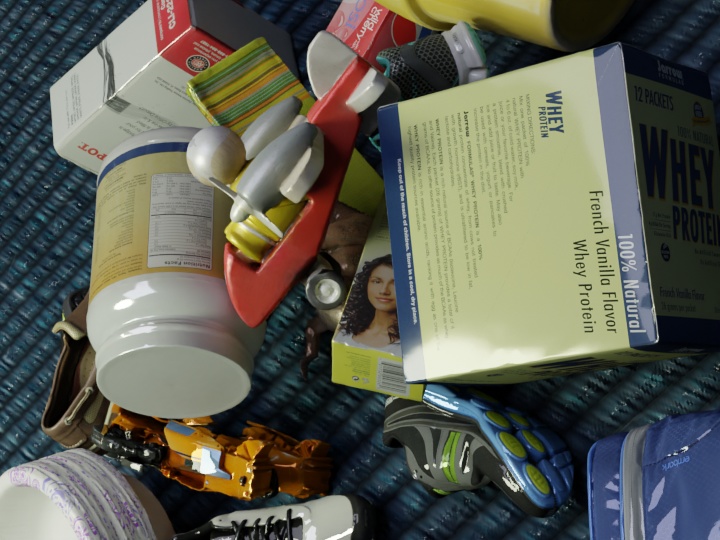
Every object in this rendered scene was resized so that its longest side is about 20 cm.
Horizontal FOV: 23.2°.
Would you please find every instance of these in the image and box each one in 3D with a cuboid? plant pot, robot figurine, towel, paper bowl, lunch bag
[{"bbox_3d":[0.119,-0.268,1.371,0.188,0.200,0.202,33,95,32],"label":"plant pot"},{"bbox_3d":[-0.126,0.145,1.449,0.199,0.145,0.059,14,94,38],"label":"robot figurine"},{"bbox_3d":[-0.060,-0.110,1.502,0.086,0.018,0.200,-36,72,-13],"label":"towel"},{"bbox_3d":[-0.227,0.251,1.487,0.200,0.104,0.202,18,114,45],"label":"paper bowl"},{"bbox_3d":[0.216,0.191,1.069,0.132,0.135,0.202,-21,58,38],"label":"lunch bag"}]

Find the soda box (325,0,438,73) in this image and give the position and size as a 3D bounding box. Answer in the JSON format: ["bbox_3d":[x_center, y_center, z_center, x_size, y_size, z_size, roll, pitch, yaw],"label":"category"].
[{"bbox_3d":[0.041,-0.249,1.525,0.070,0.063,0.201,34,96,48],"label":"soda box"}]

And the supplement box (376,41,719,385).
[{"bbox_3d":[0.137,-0.031,1.212,0.199,0.134,0.202,-12,80,36],"label":"supplement box"}]

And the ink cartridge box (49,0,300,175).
[{"bbox_3d":[-0.176,-0.167,1.647,0.200,0.144,0.084,-36,47,27],"label":"ink cartridge box"}]

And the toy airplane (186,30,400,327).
[{"bbox_3d":[-0.056,-0.083,1.291,0.200,0.140,0.200,117,167,-55],"label":"toy airplane"}]

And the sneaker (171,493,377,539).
[{"bbox_3d":[-0.072,0.223,1.396,0.199,0.080,0.074,-25,52,34],"label":"sneaker"}]

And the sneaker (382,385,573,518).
[{"bbox_3d":[0.084,0.137,1.294,0.199,0.070,0.083,27,105,50],"label":"sneaker"}]

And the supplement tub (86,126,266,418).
[{"bbox_3d":[-0.146,0.003,1.405,0.144,0.144,0.201,-26,51,35],"label":"supplement tub"}]

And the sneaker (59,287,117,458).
[{"bbox_3d":[-0.243,0.107,1.656,0.083,0.071,0.201,116,147,-41],"label":"sneaker"}]

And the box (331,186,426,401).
[{"bbox_3d":[0.036,0.002,1.319,0.075,0.050,0.201,11,48,7],"label":"box"}]

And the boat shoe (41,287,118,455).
[{"bbox_3d":[-0.226,0.055,1.515,0.074,0.075,0.204,-2,72,44],"label":"boat shoe"}]

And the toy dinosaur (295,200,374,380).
[{"bbox_3d":[0.000,0.000,1.402,0.134,0.086,0.201,-15,58,6],"label":"toy dinosaur"}]

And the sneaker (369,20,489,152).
[{"bbox_3d":[0.034,-0.118,1.395,0.201,0.091,0.078,105,148,-50],"label":"sneaker"}]
